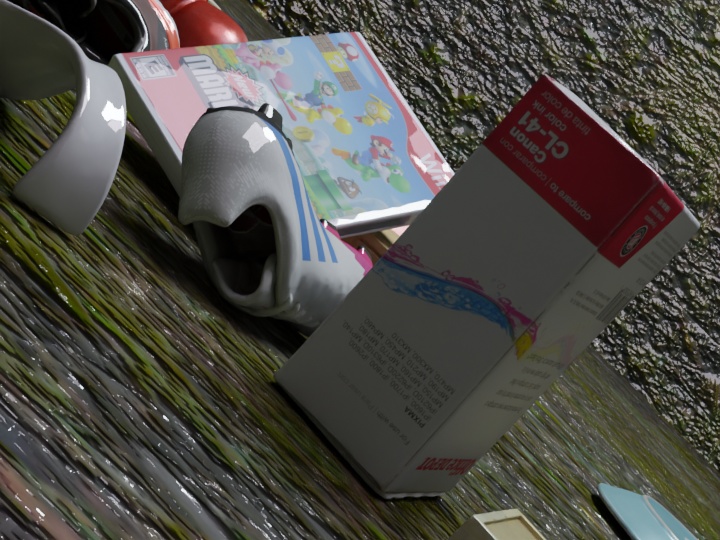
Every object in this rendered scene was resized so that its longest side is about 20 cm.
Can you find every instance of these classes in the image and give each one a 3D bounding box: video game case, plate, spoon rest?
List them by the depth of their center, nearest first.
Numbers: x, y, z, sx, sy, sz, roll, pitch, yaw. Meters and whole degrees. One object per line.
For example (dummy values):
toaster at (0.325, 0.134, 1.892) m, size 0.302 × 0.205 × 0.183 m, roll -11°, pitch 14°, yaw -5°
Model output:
spoon rest at (-0.154, -0.095, 0.844) m, size 0.099 × 0.061 × 0.200 m, roll 39°, pitch 10°, yaw -43°
video game case at (-0.040, -0.080, 1.104) m, size 0.199 × 0.017 × 0.143 m, roll -12°, pitch 62°, yaw -44°
plate at (0.273, 0.242, 1.512) m, size 0.200 × 0.026 × 0.200 m, roll 43°, pitch 7°, yaw -6°

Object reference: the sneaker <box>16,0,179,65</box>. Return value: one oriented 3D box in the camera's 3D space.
sneaker at (-0.195, -0.196, 1.173) m, size 0.200 × 0.077 × 0.082 m, roll 43°, pitch 14°, yaw -2°

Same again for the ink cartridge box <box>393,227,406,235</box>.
ink cartridge box at (0.041, -0.048, 1.381) m, size 0.162 × 0.050 × 0.200 m, roll 10°, pitch 8°, yaw -35°

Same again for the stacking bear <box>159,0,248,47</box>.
stacking bear at (-0.155, -0.193, 1.273) m, size 0.200 × 0.114 × 0.121 m, roll 50°, pitch 7°, yaw 9°

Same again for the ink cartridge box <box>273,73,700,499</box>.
ink cartridge box at (0.067, 0.014, 0.925) m, size 0.086 × 0.200 × 0.148 m, roll 46°, pitch 6°, yaw 16°

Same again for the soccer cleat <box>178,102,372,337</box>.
soccer cleat at (-0.046, 0.000, 0.968) m, size 0.200 × 0.069 × 0.087 m, roll 58°, pitch 36°, yaw -47°

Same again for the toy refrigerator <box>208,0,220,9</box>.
toy refrigerator at (-0.200, -0.244, 1.421) m, size 0.200 × 0.076 × 0.070 m, roll 47°, pitch 7°, yaw 26°

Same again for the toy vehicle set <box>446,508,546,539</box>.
toy vehicle set at (0.124, 0.198, 0.893) m, size 0.200 × 0.027 × 0.124 m, roll 47°, pitch 7°, yaw 15°

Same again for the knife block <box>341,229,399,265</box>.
knife block at (0.000, 0.000, 1.198) m, size 0.200 × 0.064 × 0.176 m, roll 44°, pitch 6°, yaw -1°
